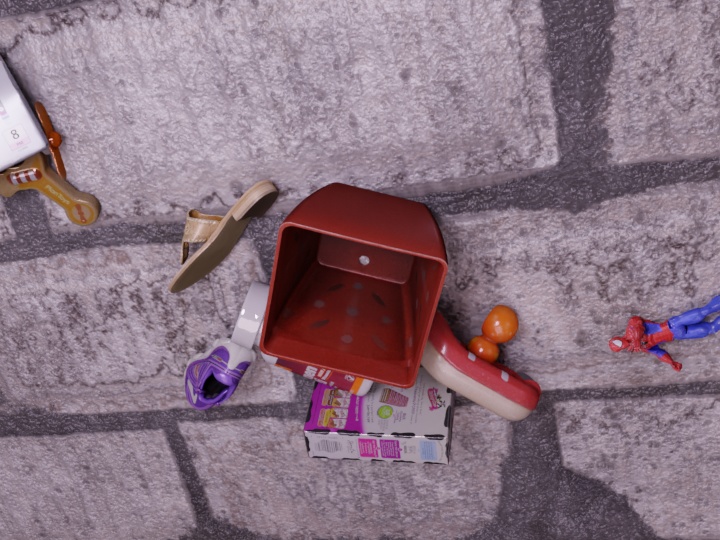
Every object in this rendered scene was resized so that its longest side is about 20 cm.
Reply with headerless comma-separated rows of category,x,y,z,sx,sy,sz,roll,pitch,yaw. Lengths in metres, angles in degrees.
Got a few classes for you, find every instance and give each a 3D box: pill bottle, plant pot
pill bottle,-0.069,0.091,1.385,0.200,0.110,0.110,20,125,-4
plant pot,0.000,0.000,1.272,0.200,0.176,0.200,14,124,1

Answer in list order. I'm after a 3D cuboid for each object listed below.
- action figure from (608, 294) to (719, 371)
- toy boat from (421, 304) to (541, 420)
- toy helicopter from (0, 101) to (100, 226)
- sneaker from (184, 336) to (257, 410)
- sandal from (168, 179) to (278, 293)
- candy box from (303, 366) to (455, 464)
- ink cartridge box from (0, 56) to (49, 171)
action figure,0.420,0.087,1.304,0.200,0.099,0.065,-17,118,23
toy boat,0.165,0.105,1.363,0.200,0.131,0.131,30,93,-10
toy helicopter,-0.423,-0.134,1.338,0.132,0.079,0.200,-38,121,20
sneaker,-0.219,0.163,1.458,0.081,0.083,0.200,31,147,-7
sandal,-0.199,-0.063,1.348,0.212,0.078,0.070,-43,76,23
candy box,0.031,0.200,1.422,0.200,0.136,0.061,1,130,11
ink cartridge box,-0.506,-0.206,1.240,0.162,0.057,0.200,-28,108,-7
